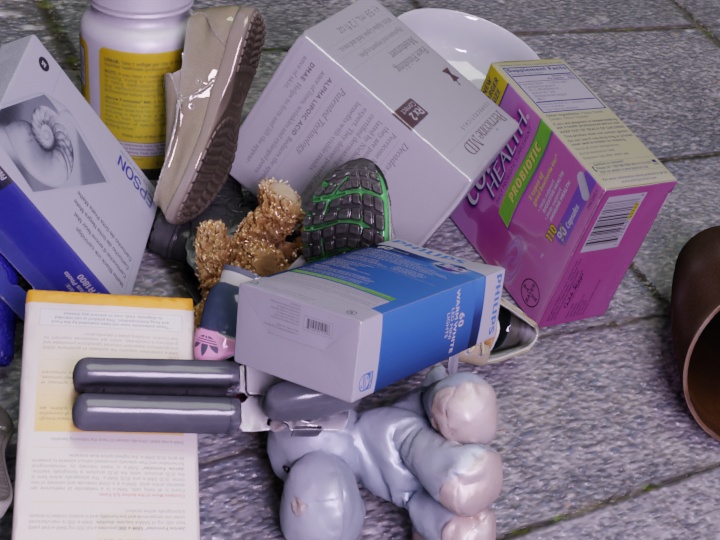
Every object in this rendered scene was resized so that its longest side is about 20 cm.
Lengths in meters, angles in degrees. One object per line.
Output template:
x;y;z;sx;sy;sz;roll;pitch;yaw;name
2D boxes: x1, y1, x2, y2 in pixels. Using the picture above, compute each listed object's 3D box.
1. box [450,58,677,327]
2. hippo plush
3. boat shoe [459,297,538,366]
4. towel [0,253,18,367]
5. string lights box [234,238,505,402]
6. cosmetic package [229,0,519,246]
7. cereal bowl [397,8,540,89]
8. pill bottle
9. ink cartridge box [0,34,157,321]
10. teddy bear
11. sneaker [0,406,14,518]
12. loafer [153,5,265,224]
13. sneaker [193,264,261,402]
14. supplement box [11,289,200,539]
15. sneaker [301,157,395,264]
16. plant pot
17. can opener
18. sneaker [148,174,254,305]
0.187;-0.080;1.206;0.096;0.177;0.201;-8;47;-31;box
0.011;0.131;0.905;0.159;0.160;0.202;-1;60;-9;hippo plush
0.090;0.043;1.053;0.068;0.076;0.199;15;9;34;boat shoe
-0.341;-0.025;0.946;0.146;0.050;0.203;2;74;-19;towel
0.012;0.029;0.869;0.102;0.060;0.199;16;18;31;string lights box
0.010;-0.118;1.139;0.200;0.165;0.165;40;34;2;cosmetic package
0.113;-0.214;1.399;0.198;0.084;0.201;12;40;-10;cereal bowl
-0.204;-0.186;1.127;0.113;0.202;0.115;4;33;-3;pill bottle
-0.247;-0.055;0.983;0.040;0.200;0.201;-14;43;23;ink cartridge box
-0.091;0.016;1.031;0.144;0.066;0.202;30;69;-38;teddy bear
-0.297;0.146;0.830;0.075;0.107;0.200;36;5;-23;sneaker
-0.143;-0.140;1.069;0.068;0.202;0.076;19;-1;15;loafer
-0.069;0.078;0.947;0.070;0.200;0.083;12;65;37;sneaker
-0.182;0.120;0.866;0.124;0.074;0.202;4;57;-16;supplement box
0.000;0.000;1.036;0.077;0.202;0.085;11;25;24;sneaker
0.376;0.041;1.172;0.185;0.189;0.201;12;25;-9;plant pot
-0.096;0.080;0.832;0.198;0.067;0.054;3;60;-17;can opener
-0.126;-0.045;1.129;0.103;0.060;0.201;22;45;4;sneaker
